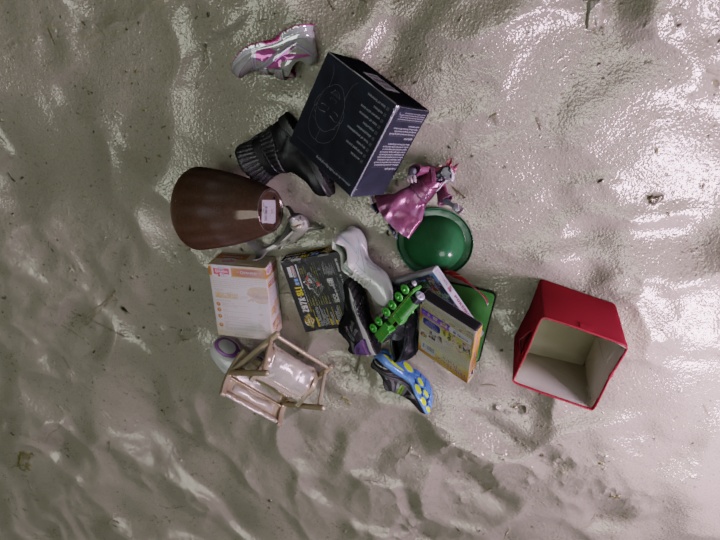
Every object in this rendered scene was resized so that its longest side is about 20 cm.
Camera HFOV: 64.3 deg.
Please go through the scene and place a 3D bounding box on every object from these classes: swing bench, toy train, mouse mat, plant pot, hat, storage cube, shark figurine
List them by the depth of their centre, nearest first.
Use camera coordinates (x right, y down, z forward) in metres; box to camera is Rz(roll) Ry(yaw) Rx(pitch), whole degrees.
[{"bbox_3d":[0.158,-0.026,1.209,0.198,0.176,0.167,-9,114,19],"label":"hat"},{"bbox_3d":[0.433,0.151,1.214,0.198,0.180,0.172,19,118,8],"label":"storage cube"},{"bbox_3d":[-0.277,-0.133,1.257,0.198,0.187,0.189,5,116,27],"label":"plant pot"},{"bbox_3d":[0.080,0.093,1.258,0.057,0.042,0.200,51,137,15],"label":"toy train"},{"bbox_3d":[-0.178,-0.102,1.344,0.214,0.128,0.090,-30,78,43],"label":"shark figurine"},{"bbox_3d":[0.223,0.120,1.357,0.159,0.008,0.202,13,117,10],"label":"mouse mat"},{"bbox_3d":[-0.212,0.279,1.450,0.199,0.131,0.199,-28,127,36],"label":"swing bench"}]

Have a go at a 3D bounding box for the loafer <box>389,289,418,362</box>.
[{"bbox_3d":[0.093,0.136,1.340,0.068,0.070,0.202,31,142,42],"label":"loafer"}]

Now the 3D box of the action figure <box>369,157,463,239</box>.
[{"bbox_3d":[0.130,-0.161,1.215,0.200,0.149,0.134,-41,108,8],"label":"action figure"}]

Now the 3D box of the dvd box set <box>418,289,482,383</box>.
[{"bbox_3d":[0.193,0.148,1.259,0.146,0.029,0.201,33,148,29],"label":"dvd box set"}]

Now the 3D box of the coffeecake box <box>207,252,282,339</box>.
[{"bbox_3d":[-0.287,0.065,1.438,0.152,0.073,0.202,5,116,13],"label":"coffeecake box"}]

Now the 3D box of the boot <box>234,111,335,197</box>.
[{"bbox_3d":[-0.165,-0.222,1.264,0.157,0.079,0.212,-33,92,19],"label":"boot"}]

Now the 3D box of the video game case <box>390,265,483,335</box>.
[{"bbox_3d":[0.161,0.082,1.283,0.183,0.023,0.200,54,153,-9],"label":"video game case"}]

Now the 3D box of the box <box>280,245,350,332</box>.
[{"bbox_3d":[-0.087,0.046,1.387,0.158,0.049,0.202,-9,112,22],"label":"box"}]

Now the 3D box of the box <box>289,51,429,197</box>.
[{"bbox_3d":[-0.007,-0.284,1.131,0.200,0.124,0.197,44,120,23],"label":"box"}]

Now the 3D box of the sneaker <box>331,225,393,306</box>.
[{"bbox_3d":[0.000,0.000,1.294,0.201,0.080,0.070,58,139,6],"label":"sneaker"}]

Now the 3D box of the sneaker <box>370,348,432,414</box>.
[{"bbox_3d":[0.106,0.280,1.437,0.200,0.071,0.083,45,132,-6],"label":"sneaker"}]

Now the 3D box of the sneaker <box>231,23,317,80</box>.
[{"bbox_3d":[-0.174,-0.429,1.172,0.198,0.081,0.089,-14,108,22],"label":"sneaker"}]

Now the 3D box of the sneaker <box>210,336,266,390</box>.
[{"bbox_3d":[-0.322,0.259,1.552,0.200,0.075,0.100,40,137,-5],"label":"sneaker"}]

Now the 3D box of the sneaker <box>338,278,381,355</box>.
[{"bbox_3d":[-0.022,0.116,1.336,0.087,0.076,0.202,-8,113,23],"label":"sneaker"}]
